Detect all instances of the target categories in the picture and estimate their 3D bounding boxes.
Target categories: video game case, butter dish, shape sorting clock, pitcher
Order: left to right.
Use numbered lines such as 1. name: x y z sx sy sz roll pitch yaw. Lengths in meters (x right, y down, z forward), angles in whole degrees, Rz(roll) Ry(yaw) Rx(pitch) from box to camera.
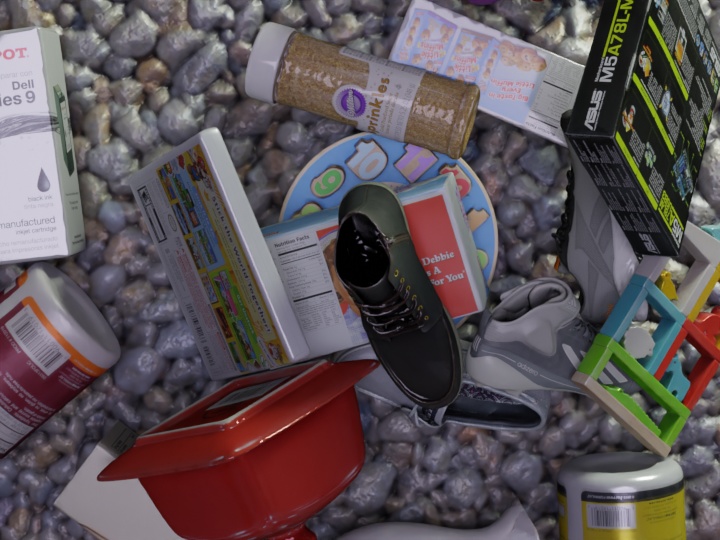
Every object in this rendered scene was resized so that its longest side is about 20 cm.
1. video game case: -0.124 -0.008 1.355 0.023 0.182 0.201 -23 92 -28
2. butter dish: -0.081 0.173 1.329 0.199 0.199 0.149 -16 101 45
3. shape sorting clock: 0.024 -0.025 1.417 0.198 0.039 0.202 0 95 1
4. pitcher: 0.059 0.302 1.418 0.199 0.121 0.173 -11 111 -9

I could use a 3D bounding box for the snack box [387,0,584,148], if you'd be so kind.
1. snack box: 0.125 -0.173 1.409 0.199 0.024 0.072 23 97 -2

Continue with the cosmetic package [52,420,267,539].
1. cosmetic package: -0.166 0.229 1.412 0.200 0.104 0.073 37 95 -2

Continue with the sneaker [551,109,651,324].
1. sneaker: 0.200 -0.042 1.387 0.079 0.074 0.201 -12 106 11

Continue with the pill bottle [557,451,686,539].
1. pill bottle: 0.234 0.269 1.406 0.111 0.112 0.202 -3 96 1

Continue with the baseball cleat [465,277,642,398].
1. baseball cleat: 0.186 0.060 1.366 0.199 0.070 0.107 -1 122 -32

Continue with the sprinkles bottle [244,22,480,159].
1. sprinkles bottle: 0.002 -0.156 1.379 0.199 0.068 0.069 17 96 6

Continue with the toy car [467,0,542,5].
1. toy car: 0.126 -0.294 1.338 0.199 0.176 0.150 -5 140 -24

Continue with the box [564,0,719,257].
1. box: 0.238 -0.141 1.299 0.047 0.200 0.194 8 68 31

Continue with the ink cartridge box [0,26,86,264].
1. ink cartridge box: -0.329 -0.106 1.391 0.145 0.084 0.202 -7 95 1

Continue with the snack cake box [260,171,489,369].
1. snack cake box: 0.000 0.000 1.371 0.199 0.067 0.116 -15 101 12

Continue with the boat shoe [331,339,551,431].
1. boat shoe: 0.072 0.102 1.402 0.199 0.072 0.070 7 130 -1

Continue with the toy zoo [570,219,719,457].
1. toy zoo: 0.275 0.045 1.381 0.131 0.020 0.201 40 77 -34

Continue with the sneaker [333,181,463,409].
1. sneaker: 0.024 0.034 1.286 0.074 0.106 0.201 -21 101 13

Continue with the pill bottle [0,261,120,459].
1. pill bottle: -0.320 0.096 1.396 0.200 0.114 0.114 -39 94 4
